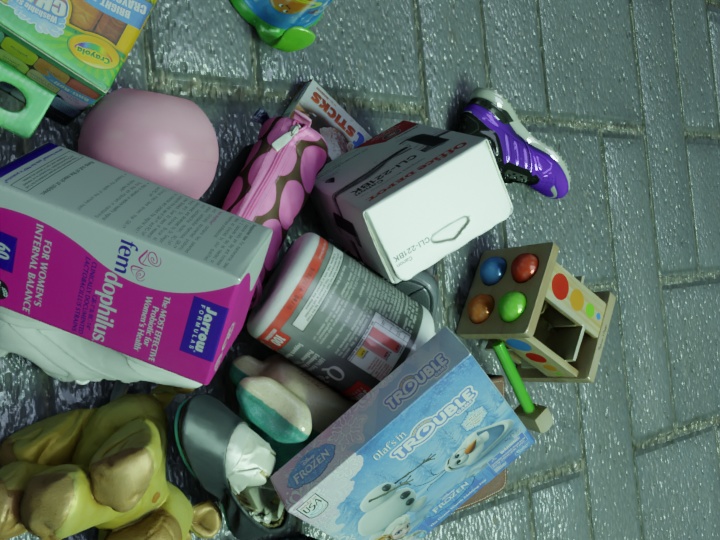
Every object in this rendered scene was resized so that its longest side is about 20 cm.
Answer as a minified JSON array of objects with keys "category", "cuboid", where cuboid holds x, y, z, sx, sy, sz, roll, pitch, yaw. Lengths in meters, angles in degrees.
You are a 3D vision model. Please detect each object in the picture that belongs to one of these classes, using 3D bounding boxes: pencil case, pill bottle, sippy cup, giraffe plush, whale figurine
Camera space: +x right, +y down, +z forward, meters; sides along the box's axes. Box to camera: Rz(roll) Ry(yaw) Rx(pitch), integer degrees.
[{"category":"pencil case","cuboid":[-0.100,-0.061,0.776,0.090,0.094,0.201,27,61,-12]},{"category":"pill bottle","cuboid":[0.000,0.062,0.768,0.199,0.116,0.116,33,65,-11]},{"category":"sippy cup","cuboid":[-0.063,-0.336,0.839,0.139,0.130,0.179,-33,105,-35]},{"category":"giraffe plush","cuboid":[-0.207,0.202,0.682,0.200,0.171,0.164,-59,137,-65]},{"category":"whale figurine","cuboid":[-0.071,0.147,0.755,0.158,0.200,0.104,35,88,11]}]

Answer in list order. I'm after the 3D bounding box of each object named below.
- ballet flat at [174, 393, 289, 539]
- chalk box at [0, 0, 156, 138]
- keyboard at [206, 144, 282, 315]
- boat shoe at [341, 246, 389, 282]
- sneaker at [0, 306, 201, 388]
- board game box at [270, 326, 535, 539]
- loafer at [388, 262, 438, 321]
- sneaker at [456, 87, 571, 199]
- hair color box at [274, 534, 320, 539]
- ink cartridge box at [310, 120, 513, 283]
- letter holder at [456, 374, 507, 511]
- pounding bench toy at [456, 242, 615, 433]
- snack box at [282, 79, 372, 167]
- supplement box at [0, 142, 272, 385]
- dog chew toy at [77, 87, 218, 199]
[{"category":"ballet flat","cuboid":[-0.102,0.177,0.697,0.073,0.073,0.201,-47,144,-31]},{"category":"chalk box","cuboid":[-0.266,-0.214,0.676,0.124,0.123,0.202,31,68,-30]},{"category":"keyboard","cuboid":[-0.119,-0.023,0.833,0.127,0.021,0.201,41,64,-27]},{"category":"boat shoe","cuboid":[0.000,0.000,0.895,0.199,0.070,0.064,-16,94,-44]},{"category":"sneaker","cuboid":[-0.223,0.060,0.677,0.198,0.088,0.075,20,32,-2]},{"category":"board game box","cuboid":[0.049,0.172,0.724,0.200,0.043,0.199,-41,136,0]},{"category":"loafer","cuboid":[0.056,0.049,0.870,0.071,0.201,0.063,19,53,6]},{"category":"sneaker","cuboid":[0.198,-0.144,1.062,0.200,0.069,0.100,39,70,-23]},{"category":"hair color box","cuboid":[-0.122,0.329,0.769,0.199,0.060,0.101,2,84,-36]},{"category":"ink cartridge box","cuboid":[0.042,-0.079,0.820,0.144,0.200,0.084,-31,115,-11]},{"category":"letter holder","cuboid":[0.066,0.199,0.902,0.199,0.100,0.144,-3,89,-37]},{"category":"pounding bench toy","cuboid":[0.209,0.086,1.005,0.155,0.124,0.201,34,66,-29]},{"category":"snack box","cuboid":[-0.008,-0.128,0.925,0.200,0.024,0.072,41,64,-27]},{"category":"supplement box","cuboid":[-0.184,-0.008,0.619,0.198,0.104,0.102,20,115,-1]},{"category":"dog chew toy","cuboid":[-0.198,-0.059,0.718,0.124,0.124,0.202,4,97,-37]}]
